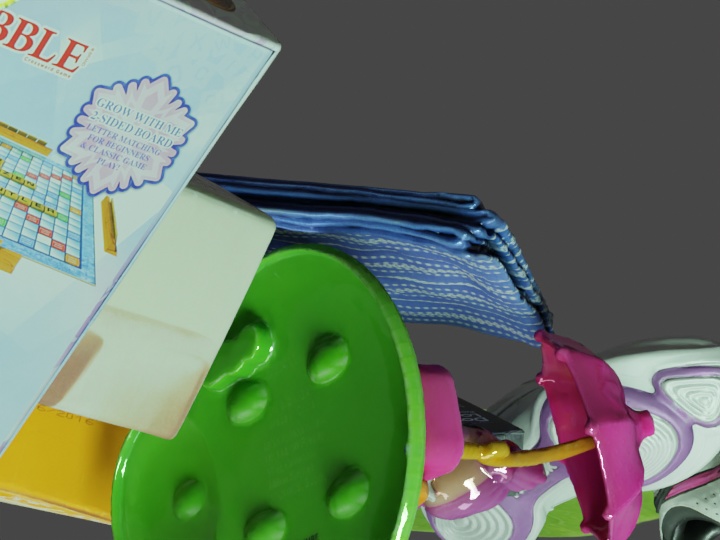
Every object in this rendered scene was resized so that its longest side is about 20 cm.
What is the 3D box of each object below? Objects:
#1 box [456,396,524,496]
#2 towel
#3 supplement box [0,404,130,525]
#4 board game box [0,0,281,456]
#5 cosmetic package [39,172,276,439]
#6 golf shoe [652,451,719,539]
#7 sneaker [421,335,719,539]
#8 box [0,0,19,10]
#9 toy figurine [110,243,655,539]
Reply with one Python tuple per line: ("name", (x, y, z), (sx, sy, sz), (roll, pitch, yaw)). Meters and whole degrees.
("box", (-0.025, 0.075, 1.006), (0.143, 0.036, 0.200), (-1, -174, -18))
("towel", (0.000, 0.000, 0.868), (0.145, 0.024, 0.200), (6, 167, 14))
("supplement box", (-0.191, 0.062, 0.964), (0.126, 0.074, 0.200), (22, 169, -40))
("board game box", (-0.152, -0.020, 0.537), (0.200, 0.200, 0.041), (21, -158, -43))
("cosmetic package", (-0.139, -0.020, 0.663), (0.200, 0.087, 0.103), (22, -175, -44))
("golf shoe", (0.220, 0.103, 1.025), (0.073, 0.092, 0.200), (17, 164, -27))
("sneaker", (0.109, 0.067, 1.016), (0.075, 0.100, 0.200), (48, 134, -12))
("box", (-0.116, -0.106, 0.368), (0.137, 0.040, 0.200), (-21, 152, 33))
("toy figurine", (0.027, 0.082, 0.854), (0.184, 0.150, 0.200), (7, 154, -39))
